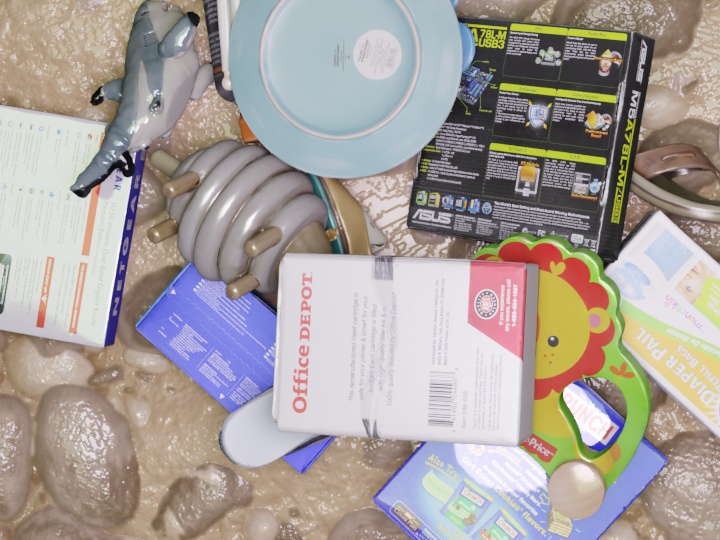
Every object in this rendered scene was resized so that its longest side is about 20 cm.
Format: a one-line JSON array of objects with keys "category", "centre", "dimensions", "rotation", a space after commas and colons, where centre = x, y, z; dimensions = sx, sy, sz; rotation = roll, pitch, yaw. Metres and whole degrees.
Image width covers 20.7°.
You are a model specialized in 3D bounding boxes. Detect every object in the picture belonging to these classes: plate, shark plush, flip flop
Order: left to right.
[{"category": "shark plush", "centre": [-0.196, -0.145, 1.728], "dimensions": [0.083, 0.091, 0.200], "rotation": [18, 78, 18]}, {"category": "plate", "centre": [-0.016, -0.176, 1.621], "dimensions": [0.200, 0.026, 0.201], "rotation": [1, 93, 12]}, {"category": "flip flop", "centre": [0.260, -0.088, 1.689], "dimensions": [0.200, 0.081, 0.058], "rotation": [29, 104, 25]}]

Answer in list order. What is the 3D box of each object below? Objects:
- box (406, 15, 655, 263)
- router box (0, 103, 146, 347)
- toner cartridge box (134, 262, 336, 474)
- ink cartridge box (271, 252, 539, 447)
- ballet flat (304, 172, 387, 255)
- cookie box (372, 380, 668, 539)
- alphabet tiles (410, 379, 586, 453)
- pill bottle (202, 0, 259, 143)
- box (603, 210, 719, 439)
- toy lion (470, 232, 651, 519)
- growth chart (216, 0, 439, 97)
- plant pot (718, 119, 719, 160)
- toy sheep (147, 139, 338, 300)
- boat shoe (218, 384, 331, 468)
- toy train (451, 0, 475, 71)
[{"category": "box", "centre": [0.142, -0.115, 1.686], "dimensions": [0.200, 0.047, 0.194], "rotation": [10, 90, 36]}, {"category": "router box", "centre": [-0.295, -0.043, 1.764], "dimensions": [0.179, 0.049, 0.201], "rotation": [11, 92, 4]}, {"category": "toner cartridge box", "centre": [-0.095, 0.080, 1.755], "dimensions": [0.200, 0.043, 0.095], "rotation": [42, 93, 2]}, {"category": "ink cartridge box", "centre": [0.037, 0.061, 1.581], "dimensions": [0.199, 0.084, 0.145], "rotation": [3, 91, 13]}, {"category": "ballet flat", "centre": [0.000, 0.000, 1.744], "dimensions": [0.063, 0.069, 0.201], "rotation": [-14, 90, -23]}, {"category": "cookie box", "centre": [0.140, 0.181, 1.715], "dimensions": [0.171, 0.075, 0.200], "rotation": [43, 94, 5]}, {"category": "alphabet tiles", "centre": [0.117, 0.104, 1.757], "dimensions": [0.167, 0.008, 0.201], "rotation": [-14, 90, 5]}, {"category": "pill bottle", "centre": [-0.082, -0.213, 1.716], "dimensions": [0.106, 0.106, 0.201], "rotation": [-8, 91, 4]}, {"category": "box", "centre": [0.290, 0.055, 1.695], "dimensions": [0.200, 0.101, 0.113], "rotation": [42, 94, 3]}, {"category": "toy lion", "centre": [0.155, 0.075, 1.625], "dimensions": [0.200, 0.069, 0.192], "rotation": [33, 105, 8]}, {"category": "growth chart", "centre": [-0.030, -0.202, 1.643], "dimensions": [0.199, 0.018, 0.145], "rotation": [2, 94, 12]}, {"category": "plant pot", "centre": [0.408, -0.113, 1.642], "dimensions": [0.200, 0.183, 0.201], "rotation": [0, 91, 4]}, {"category": "toy sheep", "centre": [-0.105, -0.048, 1.691], "dimensions": [0.200, 0.138, 0.138], "rotation": [38, 94, 15]}, {"category": "boat shoe", "centre": [-0.033, 0.108, 1.693], "dimensions": [0.200, 0.091, 0.071], "rotation": [-24, 90, -10]}, {"category": "toy train", "centre": [0.027, -0.233, 1.705], "dimensions": [0.114, 0.087, 0.201], "rotation": [-22, 73, 42]}]
